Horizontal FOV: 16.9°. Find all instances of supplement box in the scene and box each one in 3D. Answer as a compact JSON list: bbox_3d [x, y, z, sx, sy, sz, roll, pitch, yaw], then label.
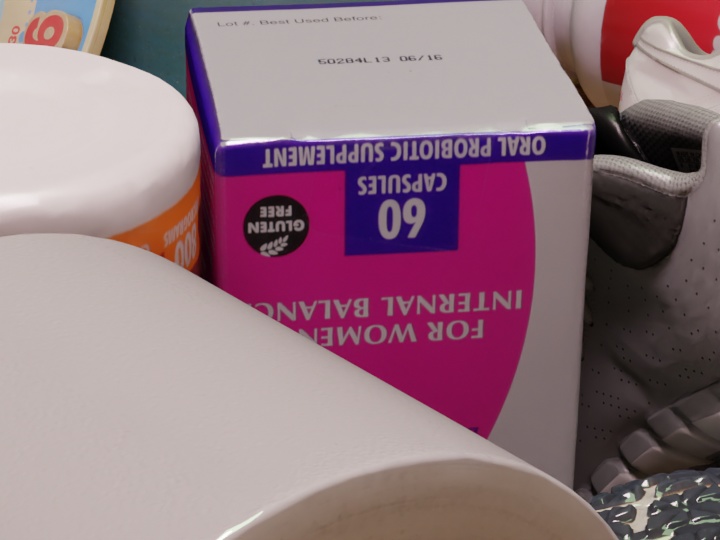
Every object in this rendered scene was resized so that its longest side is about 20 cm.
[{"bbox_3d":[0.004,0.034,0.698,0.101,0.201,0.103,-4,27,-8],"label":"supplement box"}]

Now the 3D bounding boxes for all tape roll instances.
[{"bbox_3d":[-0.050,0.108,0.539,0.202,0.204,0.139,-19,32,-36],"label":"tape roll"}]

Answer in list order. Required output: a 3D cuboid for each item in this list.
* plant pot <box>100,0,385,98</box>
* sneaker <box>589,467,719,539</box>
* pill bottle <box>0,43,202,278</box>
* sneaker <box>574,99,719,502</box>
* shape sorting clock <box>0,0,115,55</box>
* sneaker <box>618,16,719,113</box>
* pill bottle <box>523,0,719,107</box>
[{"bbox_3d":[-0.037,-0.145,1.034,0.199,0.189,0.200,3,17,-1],"label":"plant pot"},{"bbox_3d":[0.097,0.131,0.628,0.077,0.087,0.200,-7,34,1],"label":"sneaker"},{"bbox_3d":[-0.098,0.050,0.657,0.114,0.201,0.114,0,26,0],"label":"pill bottle"},{"bbox_3d":[0.081,0.009,0.742,0.075,0.200,0.116,-33,83,-37],"label":"sneaker"},{"bbox_3d":[-0.164,-0.101,1.000,0.039,0.201,0.200,21,12,-35],"label":"shape sorting clock"},{"bbox_3d":[0.194,-0.068,0.975,0.199,0.100,0.078,5,6,18],"label":"sneaker"},{"bbox_3d":[0.170,-0.112,1.111,0.199,0.113,0.112,18,30,32],"label":"pill bottle"}]
